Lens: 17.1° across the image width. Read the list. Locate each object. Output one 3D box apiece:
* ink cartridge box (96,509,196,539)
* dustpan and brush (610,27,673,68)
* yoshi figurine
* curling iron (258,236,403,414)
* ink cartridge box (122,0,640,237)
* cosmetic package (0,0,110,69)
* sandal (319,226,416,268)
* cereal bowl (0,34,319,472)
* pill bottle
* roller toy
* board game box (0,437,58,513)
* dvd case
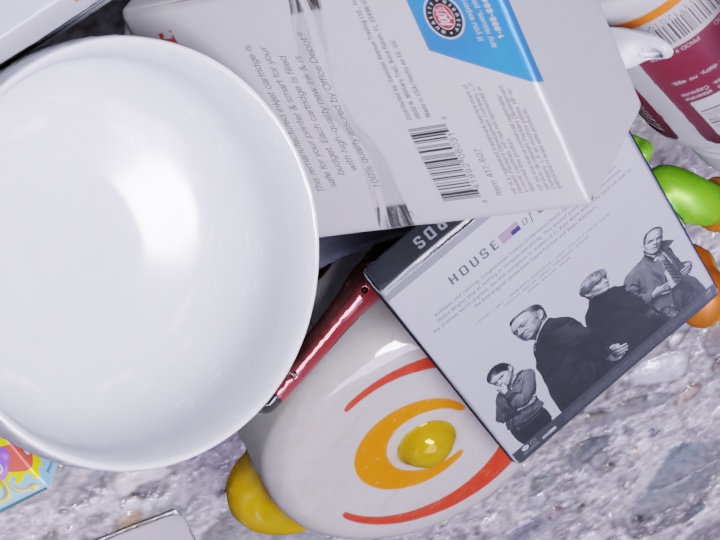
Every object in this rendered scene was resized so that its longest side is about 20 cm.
[{"bbox_3d":[-0.110,0.271,1.499,0.085,0.146,0.200,-19,138,-10],"label":"ink cartridge box"},{"bbox_3d":[0.064,-0.111,1.214,0.057,0.200,0.140,-60,141,-16],"label":"dustpan and brush"},{"bbox_3d":[0.133,-0.028,1.325,0.200,0.113,0.112,19,159,-23],"label":"yoshi figurine"},{"bbox_3d":[0.000,0.000,1.255,0.200,0.026,0.050,-43,126,-8],"label":"curling iron"},{"bbox_3d":[0.010,-0.100,1.136,0.200,0.084,0.146,-5,126,32],"label":"ink cartridge box"},{"bbox_3d":[-0.145,-0.129,1.050,0.151,0.200,0.052,-35,96,5],"label":"cosmetic package"},{"bbox_3d":[-0.026,-0.034,1.245,0.200,0.076,0.043,-23,122,18],"label":"sandal"},{"bbox_3d":[-0.122,-0.008,1.101,0.200,0.083,0.201,0,90,-34],"label":"cereal bowl"},{"bbox_3d":[0.177,-0.136,1.271,0.114,0.114,0.200,-38,139,11],"label":"pill bottle"},{"bbox_3d":[0.013,0.058,1.356,0.200,0.140,0.183,-15,137,-15],"label":"roller toy"},{"bbox_3d":[-0.233,0.021,1.133,0.103,0.105,0.200,-26,116,21],"label":"board game box"},{"bbox_3d":[0.100,0.007,1.248,0.150,0.025,0.200,-40,141,-1],"label":"dvd case"}]
